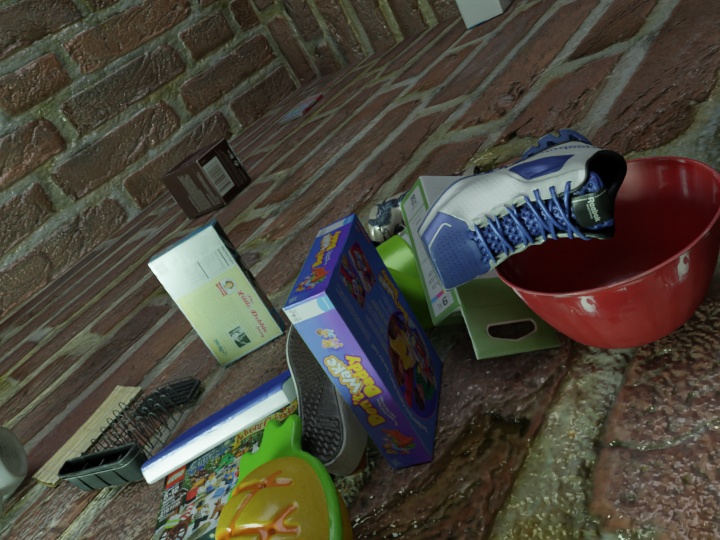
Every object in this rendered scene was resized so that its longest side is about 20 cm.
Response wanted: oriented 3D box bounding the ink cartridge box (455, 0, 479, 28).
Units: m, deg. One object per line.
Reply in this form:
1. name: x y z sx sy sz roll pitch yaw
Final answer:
1. ink cartridge box: 0.445 -0.988 2.121 0.145 0.147 0.201 -10 31 39

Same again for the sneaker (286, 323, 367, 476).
1. sneaker: -0.028 0.113 0.622 0.072 0.085 0.203 -18 54 21

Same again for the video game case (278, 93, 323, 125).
1. video game case: -0.260 -0.709 2.622 0.141 0.018 0.201 -13 31 37

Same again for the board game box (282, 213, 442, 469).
1. board game box: 0.013 0.066 0.572 0.044 0.202 0.135 -20 25 23

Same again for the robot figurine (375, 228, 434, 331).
1. robot figurine: 0.044 0.025 0.716 0.198 0.117 0.175 -33 6 -2

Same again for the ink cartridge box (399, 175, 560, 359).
1. ink cartridge box: 0.119 0.000 0.624 0.102 0.203 0.059 -3 -26 -25

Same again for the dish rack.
1. dish rack: -0.323 0.225 0.869 0.151 0.055 0.201 -19 27 27

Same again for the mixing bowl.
1. mixing bowl: 0.233 -0.002 0.545 0.197 0.109 0.201 -27 23 12

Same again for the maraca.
1. maraca: -0.069 0.211 0.496 0.138 0.106 0.201 -49 33 11

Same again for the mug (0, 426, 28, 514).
1. mug: -0.616 0.346 0.918 0.173 0.149 0.201 -28 53 -10

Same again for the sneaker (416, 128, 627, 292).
1. sneaker: 0.150 -0.055 0.516 0.198 0.081 0.115 -34 21 -6

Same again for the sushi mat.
1. sushi mat: -0.453 0.269 0.995 0.094 0.012 0.201 -10 32 40

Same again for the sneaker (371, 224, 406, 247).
1. sneaker: 0.000 0.000 0.858 0.198 0.088 0.076 -28 25 15

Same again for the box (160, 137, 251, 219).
1. box: -0.503 -0.299 1.954 0.197 0.167 0.165 -13 30 36

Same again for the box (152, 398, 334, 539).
1. box: -0.126 0.226 0.642 0.198 0.038 0.137 -32 24 2

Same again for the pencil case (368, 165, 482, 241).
1. pencil case: 0.104 -0.089 0.914 0.197 0.089 0.079 -18 55 31

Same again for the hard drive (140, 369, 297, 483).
1. hard drive: -0.147 0.173 0.709 0.198 0.026 0.132 -32 -1 13

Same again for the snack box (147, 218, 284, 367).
1. snack box: -0.214 0.038 0.907 0.115 0.202 0.037 -28 20 7
